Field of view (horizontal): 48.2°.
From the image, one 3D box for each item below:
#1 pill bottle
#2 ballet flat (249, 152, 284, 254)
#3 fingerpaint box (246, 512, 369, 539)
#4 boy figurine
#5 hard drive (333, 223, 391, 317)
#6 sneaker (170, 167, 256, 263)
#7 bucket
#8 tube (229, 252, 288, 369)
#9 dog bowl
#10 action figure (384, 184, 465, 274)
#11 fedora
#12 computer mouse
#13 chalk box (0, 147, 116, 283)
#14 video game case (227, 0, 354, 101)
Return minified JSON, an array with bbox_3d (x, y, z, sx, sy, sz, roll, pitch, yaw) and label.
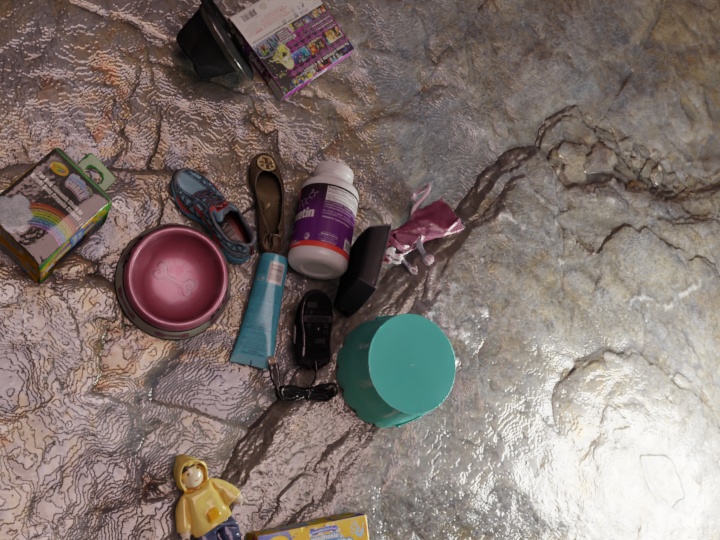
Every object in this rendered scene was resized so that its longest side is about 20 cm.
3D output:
[{"bbox_3d":[-0.065,-0.094,1.482,0.111,0.112,0.203,17,66,-19],"label":"pill bottle"},{"bbox_3d":[-0.168,-0.127,1.480,0.066,0.046,0.203,2,71,-21],"label":"ballet flat"},{"bbox_3d":[-0.081,0.510,1.351,0.197,0.073,0.170,-4,80,-25],"label":"fingerpaint box"},{"bbox_3d":[-0.245,0.390,1.314,0.123,0.064,0.203,-21,90,-24],"label":"boy figurine"},{"bbox_3d":[0.000,0.000,1.445,0.042,0.200,0.137,18,69,-10],"label":"hard drive"},{"bbox_3d":[-0.249,-0.109,1.416,0.200,0.095,0.079,48,63,-7],"label":"sneaker"},{"bbox_3d":[0.068,0.178,1.466,0.204,0.135,0.211,6,75,-23],"label":"bucket"},{"bbox_3d":[-0.173,0.071,1.434,0.076,0.050,0.203,10,74,5],"label":"tube"},{"bbox_3d":[-0.311,0.014,1.358,0.197,0.074,0.204,3,82,-18],"label":"dog bowl"},{"bbox_3d":[0.102,-0.075,1.545,0.198,0.134,0.150,-27,88,-30],"label":"action figure"},{"bbox_3d":[-0.272,-0.405,1.453,0.091,0.201,0.202,-30,91,5],"label":"fedora"},{"bbox_3d":[-0.112,0.138,1.442,0.139,0.046,0.204,-2,88,-37],"label":"computer mouse"},{"bbox_3d":[-0.486,-0.101,1.294,0.125,0.124,0.200,45,63,-7],"label":"chalk box"},{"bbox_3d":[-0.136,-0.459,1.586,0.200,0.036,0.182,-40,96,-27],"label":"video game case"}]
